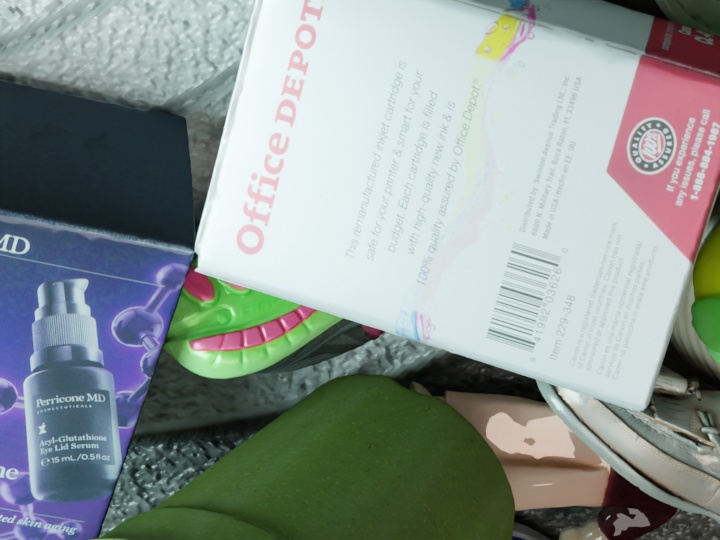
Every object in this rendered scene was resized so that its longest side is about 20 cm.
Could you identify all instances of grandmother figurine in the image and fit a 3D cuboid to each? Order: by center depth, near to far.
[{"bbox_3d":[0.121,0.096,1.288,0.199,0.061,0.122,2,135,-6],"label":"grandmother figurine"}]

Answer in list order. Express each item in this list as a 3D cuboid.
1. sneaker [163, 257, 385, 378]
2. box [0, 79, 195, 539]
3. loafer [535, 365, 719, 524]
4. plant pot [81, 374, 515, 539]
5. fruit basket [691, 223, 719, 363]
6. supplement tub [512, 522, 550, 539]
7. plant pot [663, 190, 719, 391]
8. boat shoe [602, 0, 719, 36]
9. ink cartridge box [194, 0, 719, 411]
[{"bbox_3d":[0.000,0.000,1.197,0.199,0.084,0.077,-11,87,-15],"label":"sneaker"},{"bbox_3d":[-0.169,0.022,1.160,0.147,0.105,0.201,10,125,-14],"label":"box"},{"bbox_3d":[0.172,0.083,1.225,0.200,0.072,0.063,36,114,-20],"label":"loafer"},{"bbox_3d":[-0.023,0.149,1.190,0.199,0.190,0.201,19,131,24],"label":"plant pot"},{"bbox_3d":[0.225,-0.041,1.080,0.214,0.217,0.156,-8,154,-2],"label":"fruit basket"},{"bbox_3d":[0.059,0.236,1.293,0.144,0.200,0.146,-4,128,-5],"label":"supplement tub"},{"bbox_3d":[0.225,0.004,1.210,0.200,0.093,0.202,-3,127,-4],"label":"plant pot"},{"bbox_3d":[0.105,-0.151,1.097,0.060,0.072,0.201,4,160,47],"label":"boat shoe"},{"bbox_3d":[0.048,-0.047,1.083,0.199,0.086,0.148,19,110,6],"label":"ink cartridge box"}]
